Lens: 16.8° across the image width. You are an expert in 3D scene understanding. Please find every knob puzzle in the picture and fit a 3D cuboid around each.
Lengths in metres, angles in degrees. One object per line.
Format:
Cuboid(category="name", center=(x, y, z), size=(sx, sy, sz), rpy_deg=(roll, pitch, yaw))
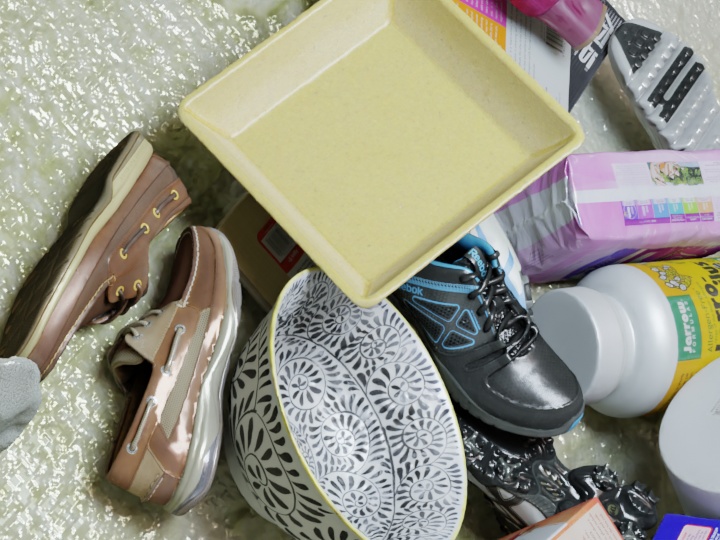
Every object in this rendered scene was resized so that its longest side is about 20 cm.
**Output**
Cuboid(category="knob puzzle", center=(0.000, 0.000, 1.709), size=(0.218, 0.030, 0.222), rpy_deg=(16, 63, -33))

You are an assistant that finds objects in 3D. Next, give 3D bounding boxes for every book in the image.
Cuboid(category="book", center=(0.069, -0.176, 1.777), size=(0.199, 0.048, 0.135), rpy_deg=(26, 52, -27))

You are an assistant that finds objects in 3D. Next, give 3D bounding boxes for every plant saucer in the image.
Cuboid(category="plant saucer", center=(0.013, -0.087, 1.624), size=(0.199, 0.049, 0.200), rpy_deg=(-37, 67, -18))

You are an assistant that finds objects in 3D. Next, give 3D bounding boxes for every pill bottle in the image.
Cuboid(category="pill bottle", center=(0.218, 0.049, 1.803), size=(0.199, 0.113, 0.114), rpy_deg=(-3, 72, -39))

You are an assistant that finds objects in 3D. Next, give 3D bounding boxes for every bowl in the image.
Cuboid(category="bowl", center=(-0.027, 0.108, 1.582), size=(0.200, 0.094, 0.202), rpy_deg=(38, 38, -38))

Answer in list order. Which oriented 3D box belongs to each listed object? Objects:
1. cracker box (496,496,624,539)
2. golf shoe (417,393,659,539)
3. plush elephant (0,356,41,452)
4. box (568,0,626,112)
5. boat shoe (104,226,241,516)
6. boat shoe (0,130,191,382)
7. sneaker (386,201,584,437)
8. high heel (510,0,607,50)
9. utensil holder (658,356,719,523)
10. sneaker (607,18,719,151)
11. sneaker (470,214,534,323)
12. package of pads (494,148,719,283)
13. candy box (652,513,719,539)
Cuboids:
Cuboid(category="cracker box", center=(0.072, 0.234, 1.589), size=(0.200, 0.134, 0.058), rpy_deg=(-35, 93, -43))
Cuboid(category="golf shoe", center=(0.106, 0.147, 1.692), size=(0.200, 0.095, 0.078), rpy_deg=(38, 53, 0))
Cuboid(category="plush elephant", center=(-0.276, 0.058, 1.380), size=(0.164, 0.155, 0.202), rpy_deg=(-11, 76, -40))
Cuboid(category="box", center=(0.103, -0.181, 1.863), size=(0.160, 0.044, 0.200), rpy_deg=(45, 49, -11))
Cuboid(category="boat shoe", center=(-0.122, 0.055, 1.561), size=(0.071, 0.076, 0.201), rpy_deg=(16, 55, -17))
Cuboid(category="boat shoe", center=(-0.164, -0.002, 1.554), size=(0.067, 0.072, 0.201), rpy_deg=(39, 48, -15))
Cuboid(category="sneaker", center=(0.076, 0.031, 1.647), size=(0.200, 0.082, 0.073), rpy_deg=(42, 50, 8))
Cuboid(category="high heel", center=(0.146, -0.253, 1.833), size=(0.096, 0.067, 0.201), rpy_deg=(41, 29, -23))
Cuboid(category="utensil holder", center=(0.319, 0.172, 1.744), size=(0.170, 0.169, 0.201), rpy_deg=(-59, 134, -39))
Cuboid(category="sneaker", center=(0.252, -0.107, 1.922), size=(0.075, 0.081, 0.200), rpy_deg=(-45, 104, -27))
Cuboid(category="sneaker", center=(0.071, -0.018, 1.718), size=(0.072, 0.072, 0.201), rpy_deg=(-22, 96, -1))
Cuboid(category="package of pads", center=(0.191, -0.041, 1.816), size=(0.199, 0.120, 0.076), rpy_deg=(-4, 78, -39))
Cuboid(category="candy box", center=(0.229, 0.297, 1.666), size=(0.169, 0.076, 0.201), rpy_deg=(-54, 137, -41))
